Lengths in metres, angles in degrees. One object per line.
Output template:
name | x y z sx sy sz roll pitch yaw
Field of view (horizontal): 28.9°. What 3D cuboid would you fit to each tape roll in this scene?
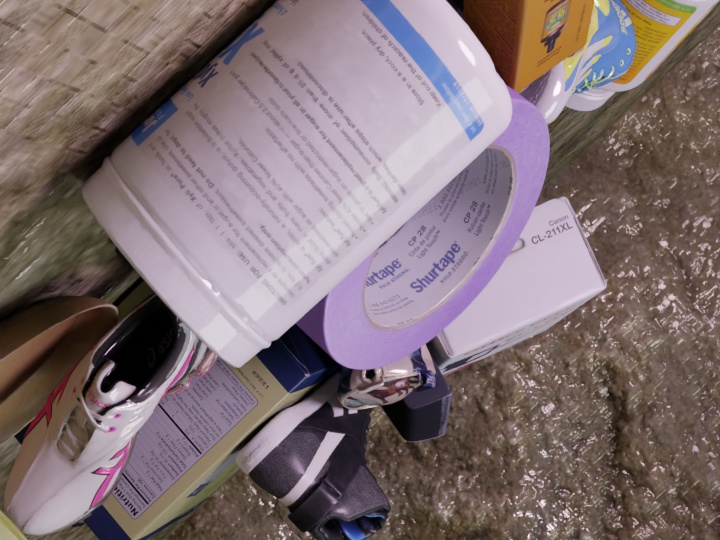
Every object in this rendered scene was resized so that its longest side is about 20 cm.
tape roll | 0.030 -0.037 0.884 0.199 0.065 0.201 -37 150 -25

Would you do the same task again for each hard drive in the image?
hard drive | 0.009 0.043 1.158 0.042 0.201 0.135 -28 161 -10

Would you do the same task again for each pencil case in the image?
pencil case | 0.000 0.000 1.053 0.077 0.203 0.090 -13 169 -2

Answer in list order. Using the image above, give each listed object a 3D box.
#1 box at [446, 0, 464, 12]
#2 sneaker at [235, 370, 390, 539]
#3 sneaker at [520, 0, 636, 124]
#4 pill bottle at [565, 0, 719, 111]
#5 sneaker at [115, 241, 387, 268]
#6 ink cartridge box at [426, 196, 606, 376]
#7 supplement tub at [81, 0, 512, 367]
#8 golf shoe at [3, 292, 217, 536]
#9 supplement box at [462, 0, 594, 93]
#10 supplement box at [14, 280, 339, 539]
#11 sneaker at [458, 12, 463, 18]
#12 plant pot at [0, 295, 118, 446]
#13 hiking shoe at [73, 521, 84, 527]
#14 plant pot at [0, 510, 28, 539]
box | 0.141 -0.250 0.943 0.200 0.036 0.143 -46 172 16
sneaker | -0.015 0.148 1.070 0.073 0.112 0.200 -44 173 24
sneaker | 0.164 -0.161 1.033 0.075 0.105 0.202 -27 -146 42
pill bottle | 0.243 -0.236 1.286 0.111 0.111 0.200 -37 172 -35
sneaker | -0.067 -0.016 0.926 0.060 0.104 0.199 -45 173 33
ink cartridge box | 0.104 0.024 1.173 0.144 0.084 0.200 -23 172 -10
supplement tub | -0.031 -0.063 0.728 0.200 0.132 0.132 -41 173 -1
golf shoe | -0.174 0.089 0.921 0.201 0.072 0.092 -52 167 0
supplement box | 0.102 -0.186 0.827 0.066 0.069 0.200 -34 159 -10
supplement box | -0.132 0.091 1.088 0.200 0.135 0.200 -43 173 8
sneaker | 0.015 -0.111 0.953 0.199 0.081 0.088 -31 173 -33
plant pot | -0.238 0.080 0.882 0.200 0.028 0.200 -41 173 -6
hiking shoe | -0.227 0.153 1.270 0.087 0.074 0.200 -54 178 28
plant pot | -0.272 0.178 0.704 0.193 0.200 0.201 -50 177 -22
